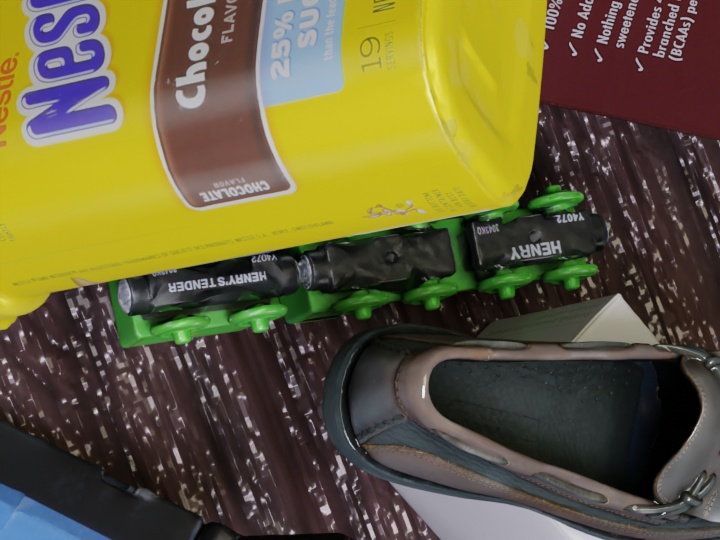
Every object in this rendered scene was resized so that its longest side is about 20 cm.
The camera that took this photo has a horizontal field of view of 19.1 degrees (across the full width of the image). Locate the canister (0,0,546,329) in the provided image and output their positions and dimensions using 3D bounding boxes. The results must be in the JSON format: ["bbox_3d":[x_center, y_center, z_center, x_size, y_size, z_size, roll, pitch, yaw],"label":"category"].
[{"bbox_3d":[-0.048,-0.070,0.657,0.087,0.200,0.149,48,40,-47],"label":"canister"}]

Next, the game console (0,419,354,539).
[{"bbox_3d":[-0.112,0.150,0.674,0.116,0.176,0.200,33,72,-16],"label":"game console"}]

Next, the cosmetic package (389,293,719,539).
[{"bbox_3d":[0.110,0.113,0.815,0.085,0.108,0.200,-44,102,-22],"label":"cosmetic package"}]

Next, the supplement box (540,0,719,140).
[{"bbox_3d":[0.103,-0.158,0.775,0.200,0.133,0.198,8,104,-35],"label":"supplement box"}]

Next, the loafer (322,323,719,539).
[{"bbox_3d":[0.088,0.055,0.720,0.199,0.063,0.072,8,80,-22],"label":"loafer"}]

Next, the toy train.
[{"bbox_3d":[0.000,0.000,0.808,0.199,0.056,0.042,-7,81,-24],"label":"toy train"}]
